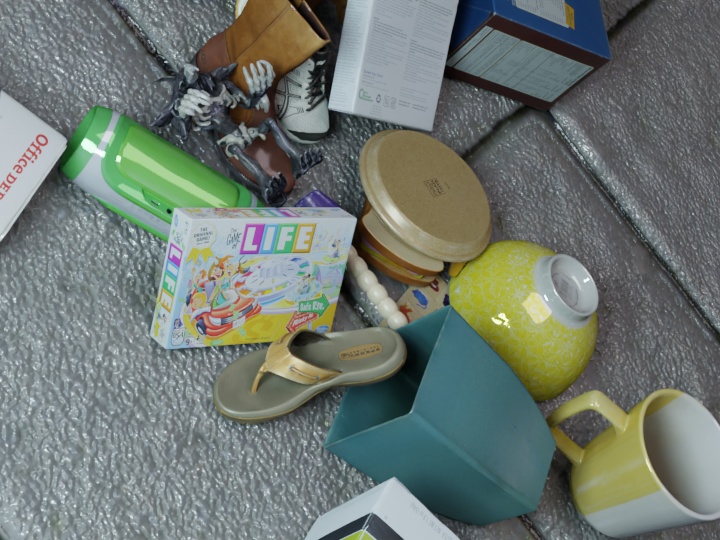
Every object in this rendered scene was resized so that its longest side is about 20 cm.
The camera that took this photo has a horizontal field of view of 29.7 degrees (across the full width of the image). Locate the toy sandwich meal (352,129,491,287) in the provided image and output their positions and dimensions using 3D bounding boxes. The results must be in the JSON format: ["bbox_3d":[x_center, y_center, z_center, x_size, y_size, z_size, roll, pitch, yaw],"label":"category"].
[{"bbox_3d":[0.066,-0.072,1.574,0.205,0.070,0.206,22,46,-24],"label":"toy sandwich meal"}]

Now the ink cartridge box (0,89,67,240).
[{"bbox_3d":[-0.387,-0.113,1.216,0.200,0.084,0.146,38,47,-15],"label":"ink cartridge box"}]

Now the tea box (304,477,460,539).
[{"bbox_3d":[0.025,0.339,1.244,0.200,0.134,0.197,43,47,-11],"label":"tea box"}]

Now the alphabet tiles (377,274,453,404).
[{"bbox_3d":[0.102,0.089,1.545,0.166,0.006,0.200,47,45,-6],"label":"alphabet tiles"}]

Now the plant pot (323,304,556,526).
[{"bbox_3d":[0.096,0.167,1.403,0.200,0.141,0.142,41,49,-20],"label":"plant pot"}]

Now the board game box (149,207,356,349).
[{"bbox_3d":[-0.104,0.005,1.349,0.199,0.135,0.034,-3,24,-39],"label":"board game box"}]

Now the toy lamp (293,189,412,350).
[{"bbox_3d":[0.000,0.000,1.476,0.200,0.058,0.058,51,45,3],"label":"toy lamp"}]

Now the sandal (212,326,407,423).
[{"bbox_3d":[-0.051,0.089,1.337,0.199,0.054,0.080,-15,50,-8],"label":"sandal"}]

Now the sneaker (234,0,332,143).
[{"bbox_3d":[-0.067,-0.220,1.488,0.076,0.087,0.200,-52,134,-33],"label":"sneaker"}]

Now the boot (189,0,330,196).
[{"bbox_3d":[-0.085,-0.195,1.426,0.068,0.200,0.189,-18,77,-43],"label":"boot"}]

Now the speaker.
[{"bbox_3d":[-0.195,-0.082,1.353,0.200,0.088,0.089,31,49,-21],"label":"speaker"}]

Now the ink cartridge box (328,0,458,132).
[{"bbox_3d":[0.044,-0.270,1.571,0.199,0.040,0.201,4,101,-60],"label":"ink cartridge box"}]

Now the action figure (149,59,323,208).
[{"bbox_3d":[-0.130,-0.159,1.355,0.200,0.102,0.119,41,61,17],"label":"action figure"}]

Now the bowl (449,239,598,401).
[{"bbox_3d":[0.213,0.040,1.584,0.200,0.108,0.201,23,49,-29],"label":"bowl"}]

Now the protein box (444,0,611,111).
[{"bbox_3d":[0.201,-0.349,1.794,0.199,0.135,0.199,14,56,-32],"label":"protein box"}]

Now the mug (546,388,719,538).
[{"bbox_3d":[0.308,0.214,1.533,0.149,0.153,0.187,-21,78,-43],"label":"mug"}]

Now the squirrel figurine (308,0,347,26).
[{"bbox_3d":[-0.044,-0.374,1.567,0.186,0.200,0.142,-16,80,-52],"label":"squirrel figurine"}]
